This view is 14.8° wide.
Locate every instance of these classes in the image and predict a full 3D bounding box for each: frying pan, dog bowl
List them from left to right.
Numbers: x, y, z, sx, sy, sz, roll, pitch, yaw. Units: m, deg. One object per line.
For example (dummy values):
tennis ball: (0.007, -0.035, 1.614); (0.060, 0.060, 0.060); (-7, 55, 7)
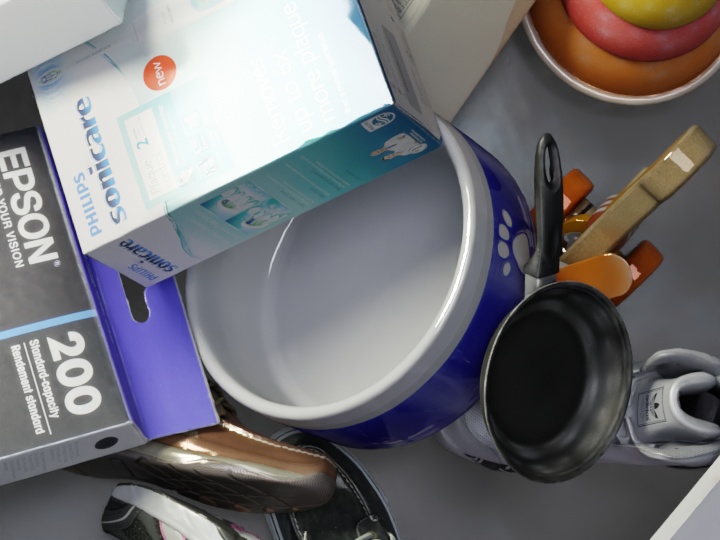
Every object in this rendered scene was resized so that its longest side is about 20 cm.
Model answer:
dog bowl: (0.000, 0.000, 1.605); (0.200, 0.079, 0.201); (-13, 65, 31)
frying pan: (0.094, 0.031, 1.545); (0.115, 0.031, 0.190); (-40, 119, -29)

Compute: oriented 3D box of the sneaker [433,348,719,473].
sneaker: (0.144, 0.080, 1.639); (0.199, 0.115, 0.075); (2, 81, -5)

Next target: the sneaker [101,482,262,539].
sneaker: (-0.082, 0.191, 1.587); (0.200, 0.080, 0.086); (27, 86, 37)

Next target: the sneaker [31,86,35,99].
sneaker: (-0.104, -0.112, 1.678); (0.199, 0.075, 0.082); (16, 89, 8)

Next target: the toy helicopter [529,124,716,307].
toy helicopter: (0.141, -0.023, 1.610); (0.079, 0.200, 0.132); (46, 56, 3)

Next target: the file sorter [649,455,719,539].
file sorter: (0.278, 0.198, 1.583); (0.139, 0.124, 0.200); (-49, 123, -10)

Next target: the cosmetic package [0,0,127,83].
cosmetic package: (-0.215, -0.165, 1.590); (0.200, 0.052, 0.151); (-23, 39, 26)

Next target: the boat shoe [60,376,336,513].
boat shoe: (-0.107, 0.090, 1.623); (0.199, 0.076, 0.072); (13, 70, 12)

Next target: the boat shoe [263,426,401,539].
boat shoe: (0.002, 0.179, 1.633); (0.072, 0.071, 0.200); (-28, 83, -8)

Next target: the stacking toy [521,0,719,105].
stacking toy: (0.176, -0.187, 1.640); (0.146, 0.200, 0.147); (1, 81, -5)

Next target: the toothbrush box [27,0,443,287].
toothbrush box: (-0.075, -0.102, 1.563); (0.200, 0.085, 0.147); (-25, 68, 16)

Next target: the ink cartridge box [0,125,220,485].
ink cartridge box: (-0.200, 0.019, 1.583); (0.199, 0.043, 0.199); (-15, 69, -13)

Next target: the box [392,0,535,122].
box: (0.061, -0.198, 1.640); (0.200, 0.078, 0.095); (-54, 45, 15)
